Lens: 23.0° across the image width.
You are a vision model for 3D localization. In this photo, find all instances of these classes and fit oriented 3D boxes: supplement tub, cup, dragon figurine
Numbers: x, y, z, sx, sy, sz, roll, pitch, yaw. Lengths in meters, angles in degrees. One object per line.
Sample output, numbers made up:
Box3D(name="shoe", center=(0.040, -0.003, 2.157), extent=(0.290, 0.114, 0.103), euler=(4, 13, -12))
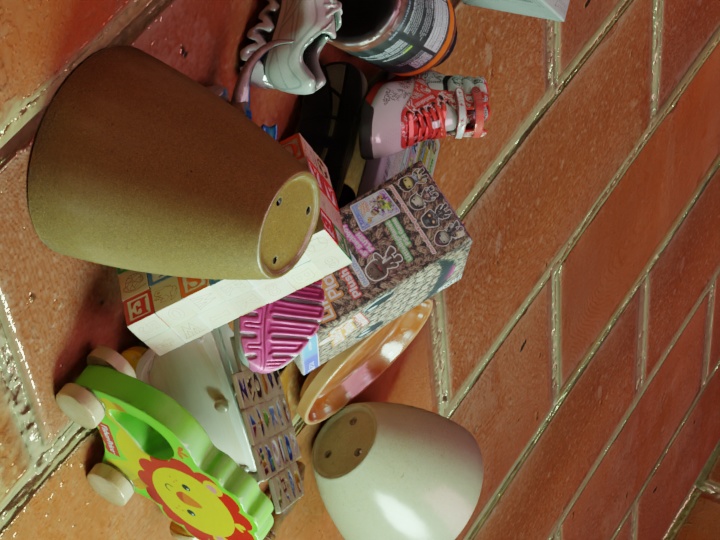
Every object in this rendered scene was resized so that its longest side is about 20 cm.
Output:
Box3D(name="supplement tub", center=(0.030, -0.256, 1.782), extent=(0.200, 0.106, 0.108), euler=(13, 97, -66))
Box3D(name="cup", center=(0.024, 0.236, 2.094), extent=(0.143, 0.200, 0.201), euler=(39, 72, -36))
Box3D(name="dragon figurine", center=(-0.117, -0.123, 1.636), extent=(0.201, 0.059, 0.099), euler=(-63, 157, -2))

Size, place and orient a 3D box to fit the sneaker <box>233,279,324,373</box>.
Box3D(name="sneaker", center=(-0.081, 0.005, 1.650), extent=(0.088, 0.081, 0.201), euler=(-36, -140, 59))

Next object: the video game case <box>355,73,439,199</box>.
Box3D(name="video game case", center=(0.043, -0.107, 1.963), extent=(0.182, 0.022, 0.201), euler=(65, 35, -57))

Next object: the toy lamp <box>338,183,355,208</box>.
Box3D(name="toy lamp", center=(-0.017, -0.010, 1.941), extent=(0.058, 0.058, 0.201), euler=(-54, 149, -29))

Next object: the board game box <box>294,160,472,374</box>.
Box3D(name="board game box", center=(0.000, 0.000, 1.779), extent=(0.199, 0.097, 0.160), euler=(-31, 168, -7))

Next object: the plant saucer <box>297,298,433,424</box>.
Box3D(name="plant saucer", center=(0.001, 0.094, 2.013), extent=(0.200, 0.032, 0.200), euler=(-42, 165, -13))

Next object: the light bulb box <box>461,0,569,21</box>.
Box3D(name="light bulb box", center=(0.146, -0.377, 1.763), extent=(0.198, 0.124, 0.201), euler=(17, 87, -66))

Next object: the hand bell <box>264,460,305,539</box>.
Box3D(name="hand bell", center=(-0.102, 0.296, 1.996), extent=(0.104, 0.104, 0.200), euler=(84, 25, -46))

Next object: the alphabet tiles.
Box3D(name="alphabet tiles", center=(-0.088, 0.140, 1.677), extent=(0.200, 0.006, 0.167), euler=(-3, 77, -82))

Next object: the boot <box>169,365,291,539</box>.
Box3D(name="boot", center=(-0.137, 0.180, 1.845), extent=(0.201, 0.070, 0.145), euler=(-38, 136, -53))

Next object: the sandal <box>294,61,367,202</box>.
Box3D(name="sandal", center=(-0.042, -0.112, 1.789), extent=(0.057, 0.079, 0.202), euler=(59, 54, -77))

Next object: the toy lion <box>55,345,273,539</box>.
Box3D(name="toy lion", center=(-0.168, 0.178, 1.614), extent=(0.069, 0.191, 0.201), euler=(-53, 150, -31))

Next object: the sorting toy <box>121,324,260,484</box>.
Box3D(name="sorting toy", center=(-0.138, 0.077, 1.723), extent=(0.180, 0.106, 0.201), euler=(-62, 146, -46))

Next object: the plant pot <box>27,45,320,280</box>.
Box3D(name="plant pot", center=(-0.140, -0.071, 1.469), extent=(0.186, 0.199, 0.187), euler=(-44, 145, -43))

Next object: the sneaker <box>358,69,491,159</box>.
Box3D(name="sneaker", center=(0.072, -0.161, 1.816), extent=(0.201, 0.107, 0.068), euler=(-49, 144, -63))

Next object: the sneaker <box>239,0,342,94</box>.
Box3D(name="sneaker", center=(-0.049, -0.261, 1.649), extent=(0.075, 0.081, 0.201), euler=(-12, 118, -59))

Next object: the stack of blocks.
Box3D(name="stack of blocks", center=(-0.117, -0.023, 1.565), extent=(0.199, 0.116, 0.059), euler=(-26, 142, 12))
